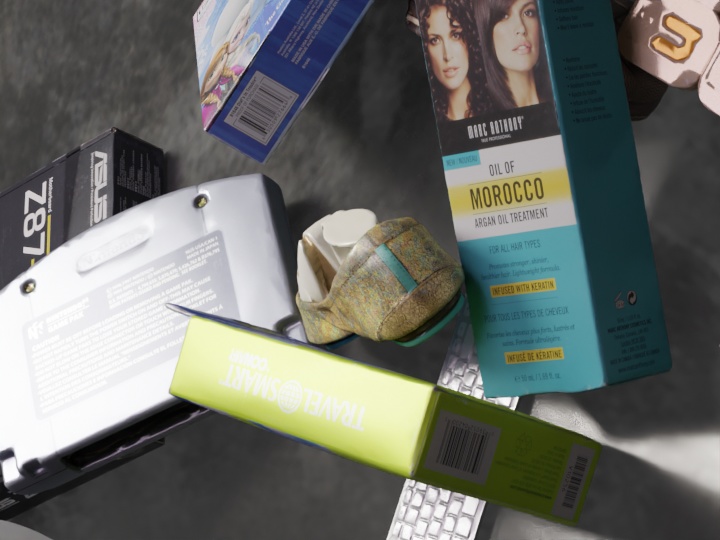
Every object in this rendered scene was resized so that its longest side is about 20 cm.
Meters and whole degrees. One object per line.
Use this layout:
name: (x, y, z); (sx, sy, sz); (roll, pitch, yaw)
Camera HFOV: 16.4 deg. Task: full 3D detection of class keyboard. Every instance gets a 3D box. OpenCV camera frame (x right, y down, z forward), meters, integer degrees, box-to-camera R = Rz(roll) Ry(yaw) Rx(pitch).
keyboard: (0.059, 0.061, 1.241); (0.056, 0.011, 0.200); (12, 83, 52)

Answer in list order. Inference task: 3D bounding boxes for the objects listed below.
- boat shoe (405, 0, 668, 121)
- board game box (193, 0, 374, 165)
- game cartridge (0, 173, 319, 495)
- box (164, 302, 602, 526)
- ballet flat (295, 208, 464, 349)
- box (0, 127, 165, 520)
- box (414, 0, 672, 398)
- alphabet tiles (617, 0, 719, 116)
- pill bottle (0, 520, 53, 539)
boat shoe: (0.086, -0.113, 1.254); (0.200, 0.074, 0.073); (47, 127, 51)
board game box: (-0.022, -0.180, 1.369); (0.200, 0.043, 0.199); (-55, 16, 16)
game cartridge: (-0.122, 0.030, 1.403); (0.200, 0.042, 0.133); (-25, 52, 17)
box: (0.002, 0.067, 1.201); (0.200, 0.122, 0.048); (15, 86, 47)
ballet flat: (0.000, 0.000, 1.240); (0.200, 0.071, 0.071); (178, 111, -77)
box: (-0.185, 0.035, 1.514); (0.161, 0.049, 0.200); (-24, 56, 36)
box: (0.084, -0.044, 1.165); (0.082, 0.049, 0.200); (-9, 92, 48)
alphabet tiles: (0.200, -0.165, 1.133); (0.196, 0.015, 0.200); (35, 101, 32)
pill bottle: (-0.226, 0.246, 1.412); (0.112, 0.112, 0.200); (38, 102, 51)
